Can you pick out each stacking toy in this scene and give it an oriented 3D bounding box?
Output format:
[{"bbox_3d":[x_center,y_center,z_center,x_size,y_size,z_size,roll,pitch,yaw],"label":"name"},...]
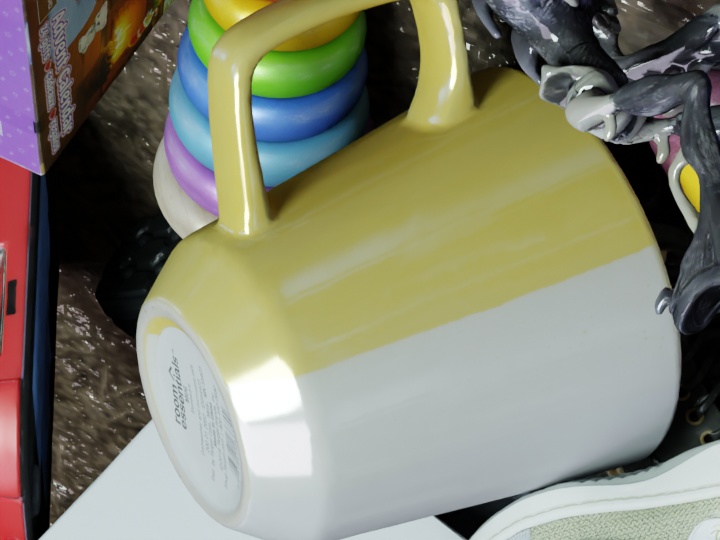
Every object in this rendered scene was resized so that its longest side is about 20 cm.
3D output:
[{"bbox_3d":[-0.029,-0.094,1.036,0.085,0.085,0.200,23,141,14],"label":"stacking toy"}]

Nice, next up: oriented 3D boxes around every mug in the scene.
[{"bbox_3d":[0.000,0.007,1.015,0.187,0.153,0.149,65,157,8],"label":"mug"}]

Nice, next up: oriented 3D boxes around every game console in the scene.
[{"bbox_3d":[-0.139,0.034,1.202,0.031,0.201,0.177,-2,147,1],"label":"game console"}]

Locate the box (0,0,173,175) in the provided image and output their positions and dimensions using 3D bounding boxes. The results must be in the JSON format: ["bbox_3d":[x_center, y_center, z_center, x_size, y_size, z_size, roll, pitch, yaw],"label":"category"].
[{"bbox_3d":[-0.089,-0.143,0.948,0.039,0.137,0.200,24,149,14],"label":"box"}]

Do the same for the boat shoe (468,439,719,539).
[{"bbox_3d":[0.103,0.109,1.003,0.074,0.065,0.202,23,148,-35],"label":"boat shoe"}]

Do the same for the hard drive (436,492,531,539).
[{"bbox_3d":[0.017,0.103,1.244,0.135,0.042,0.200,45,162,-2],"label":"hard drive"}]

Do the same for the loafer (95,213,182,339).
[{"bbox_3d":[-0.029,0.010,1.187,0.070,0.068,0.200,41,154,-30],"label":"loafer"}]

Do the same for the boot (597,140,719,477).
[{"bbox_3d":[0.126,0.038,1.043,0.200,0.077,0.139,36,148,25],"label":"boot"}]

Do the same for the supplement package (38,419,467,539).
[{"bbox_3d":[-0.058,0.179,1.192,0.147,0.191,0.200,37,160,19],"label":"supplement package"}]

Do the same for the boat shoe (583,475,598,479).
[{"bbox_3d":[0.116,0.139,1.243,0.075,0.060,0.200,13,144,29],"label":"boat shoe"}]

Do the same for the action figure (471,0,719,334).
[{"bbox_3d":[0.093,-0.080,0.909,0.200,0.102,0.119,63,-163,22],"label":"action figure"}]

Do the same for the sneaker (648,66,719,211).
[{"bbox_3d":[0.165,0.015,0.992,0.200,0.090,0.075,40,148,-15],"label":"sneaker"}]
